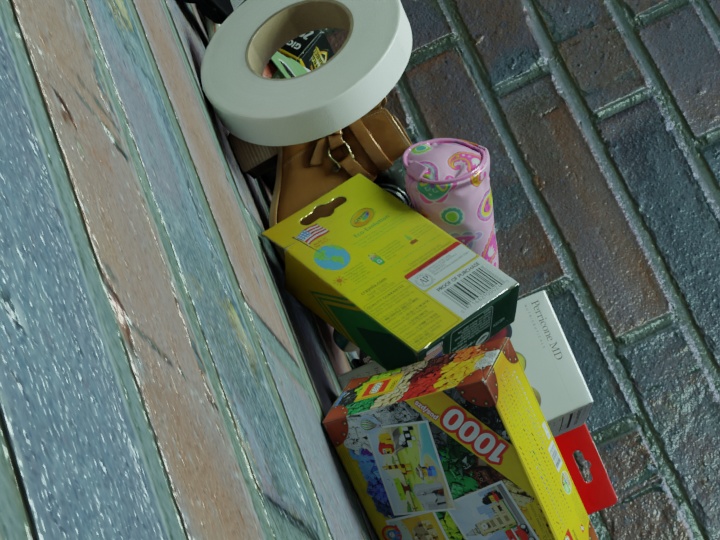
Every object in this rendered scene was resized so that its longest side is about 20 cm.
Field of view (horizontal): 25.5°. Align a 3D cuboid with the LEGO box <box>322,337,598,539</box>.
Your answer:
[{"bbox_3d":[0.082,0.171,1.273,0.201,0.148,0.077,64,28,-16],"label":"LEGO box"}]

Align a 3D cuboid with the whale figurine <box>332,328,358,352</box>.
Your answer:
[{"bbox_3d":[0.000,0.000,1.558,0.103,0.160,0.200,24,8,-4],"label":"whale figurine"}]

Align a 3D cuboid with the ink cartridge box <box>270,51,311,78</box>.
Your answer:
[{"bbox_3d":[-0.042,-0.154,1.655,0.199,0.059,0.104,24,26,-53],"label":"ink cartridge box"}]

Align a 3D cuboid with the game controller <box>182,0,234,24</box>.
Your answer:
[{"bbox_3d":[-0.181,-0.342,1.628,0.104,0.042,0.201,26,37,-54],"label":"game controller"}]

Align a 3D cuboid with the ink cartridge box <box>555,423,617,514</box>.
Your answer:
[{"bbox_3d":[0.152,0.239,1.558,0.067,0.198,0.117,-107,171,-68],"label":"ink cartridge box"}]

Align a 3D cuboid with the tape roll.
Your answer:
[{"bbox_3d":[-0.050,-0.199,1.457,0.204,0.201,0.037,-111,174,-45],"label":"tape roll"}]

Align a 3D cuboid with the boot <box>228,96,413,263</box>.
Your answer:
[{"bbox_3d":[-0.018,-0.079,1.479,0.202,0.154,0.074,64,8,-2],"label":"boot"}]

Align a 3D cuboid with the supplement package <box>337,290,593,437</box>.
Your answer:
[{"bbox_3d":[0.093,0.116,1.420,0.110,0.198,0.115,76,-9,-74],"label":"supplement package"}]

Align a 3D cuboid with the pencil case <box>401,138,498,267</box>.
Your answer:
[{"bbox_3d":[0.084,-0.021,1.469,0.088,0.086,0.202,-110,-168,-54],"label":"pencil case"}]

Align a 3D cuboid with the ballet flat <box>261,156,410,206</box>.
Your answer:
[{"bbox_3d":[-0.018,-0.090,1.564,0.198,0.057,0.067,8,-37,37],"label":"ballet flat"}]

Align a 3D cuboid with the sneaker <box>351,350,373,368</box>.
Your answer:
[{"bbox_3d":[0.036,0.126,1.677,0.130,0.079,0.200,44,32,-17],"label":"sneaker"}]

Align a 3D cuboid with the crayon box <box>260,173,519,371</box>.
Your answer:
[{"bbox_3d":[0.023,0.005,1.377,0.200,0.126,0.051,38,-36,32],"label":"crayon box"}]

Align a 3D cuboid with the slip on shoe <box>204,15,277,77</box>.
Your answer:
[{"bbox_3d":[-0.113,-0.207,1.705,0.074,0.061,0.201,-105,169,-59],"label":"slip on shoe"}]

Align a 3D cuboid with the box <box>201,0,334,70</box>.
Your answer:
[{"bbox_3d":[-0.081,-0.219,1.787,0.159,0.049,0.200,29,-18,31],"label":"box"}]
